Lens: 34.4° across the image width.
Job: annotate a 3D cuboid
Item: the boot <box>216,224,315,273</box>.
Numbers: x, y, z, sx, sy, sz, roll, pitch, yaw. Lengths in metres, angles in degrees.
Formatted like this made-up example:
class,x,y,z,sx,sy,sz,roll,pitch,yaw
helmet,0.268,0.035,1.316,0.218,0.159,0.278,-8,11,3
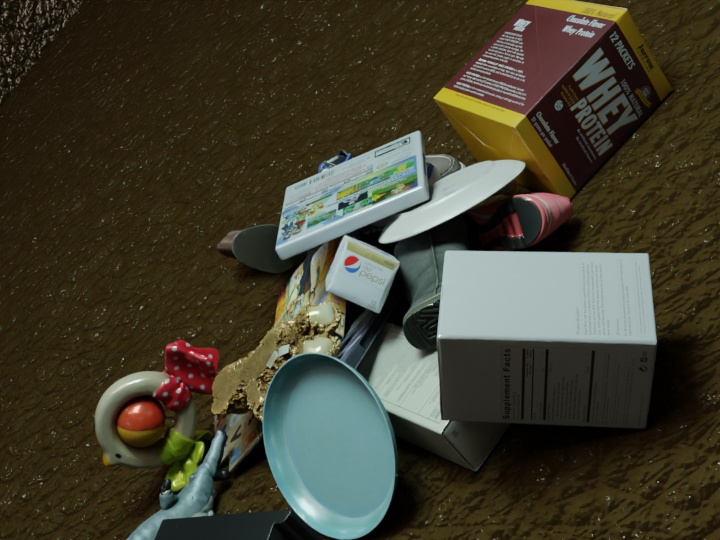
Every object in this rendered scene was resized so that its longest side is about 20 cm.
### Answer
class,x,y,z,sx,sy,sz,roll,pitch,yaw
boot,-0.160,-0.036,1.670,0.198,0.185,0.065,6,93,47

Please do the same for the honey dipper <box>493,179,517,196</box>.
class,x,y,z,sx,sy,sz,roll,pitch,yaw
honey dipper,0.135,-0.088,1.459,0.038,0.038,0.199,-57,19,-24

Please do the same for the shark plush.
class,x,y,z,sx,sy,sz,roll,pitch,yaw
shark plush,-0.211,0.283,1.386,0.201,0.083,0.090,-51,32,-15

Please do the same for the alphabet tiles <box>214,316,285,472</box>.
class,x,y,z,sx,sy,sz,roll,pitch,yaw
alphabet tiles,-0.130,0.155,1.470,0.200,0.006,0.167,-49,26,25

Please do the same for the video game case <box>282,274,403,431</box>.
class,x,y,z,sx,sy,sz,roll,pitch,yaw
video game case,-0.018,0.100,1.362,0.143,0.019,0.201,-47,6,39

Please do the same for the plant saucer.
class,x,y,z,sx,sy,sz,roll,pitch,yaw
plant saucer,-0.029,0.186,1.244,0.198,0.204,0.027,-6,4,45

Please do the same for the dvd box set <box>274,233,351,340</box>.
class,x,y,z,sx,sy,sz,roll,pitch,yaw
dvd box set,-0.068,0.054,1.522,0.146,0.029,0.202,-46,25,34

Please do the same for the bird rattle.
class,x,y,z,sx,sy,sz,roll,pitch,yaw
bird rattle,-0.249,0.183,1.451,0.160,0.203,0.113,-4,32,-17

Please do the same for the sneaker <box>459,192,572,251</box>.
class,x,y,z,sx,sy,sz,roll,pitch,yaw
sneaker,0.177,-0.049,1.399,0.086,0.075,0.199,-16,2,-35

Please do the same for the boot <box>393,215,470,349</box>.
class,x,y,z,sx,sy,sz,roll,pitch,yaw
boot,0.118,-0.004,1.307,0.179,0.073,0.201,-19,21,13

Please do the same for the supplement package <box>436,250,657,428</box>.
class,x,y,z,sx,sy,sz,roll,pitch,yaw
supplement package,0.175,0.065,1.112,0.196,0.121,0.122,2,43,8

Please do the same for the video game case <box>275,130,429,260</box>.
class,x,y,z,sx,sy,sz,roll,pitch,yaw
video game case,-0.009,-0.097,1.457,0.197,0.022,0.183,-22,25,12

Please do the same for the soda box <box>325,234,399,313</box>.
class,x,y,z,sx,sy,sz,roll,pitch,yaw
soda box,0.000,0.000,1.370,0.200,0.067,0.064,-111,44,-85

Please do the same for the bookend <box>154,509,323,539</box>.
class,x,y,z,sx,sy,sz,roll,pitch,yaw
bookend,-0.149,0.364,1.209,0.198,0.092,0.201,-14,42,36

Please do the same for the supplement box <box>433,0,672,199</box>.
class,x,y,z,sx,sy,sz,roll,pitch,yaw
supplement box,0.239,-0.221,1.461,0.200,0.133,0.197,-46,31,-7

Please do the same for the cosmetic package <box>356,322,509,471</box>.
class,x,y,z,sx,sy,sz,roll,pitch,yaw
cosmetic package,0.074,0.133,1.264,0.104,0.073,0.199,-50,32,-15

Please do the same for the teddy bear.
class,x,y,z,sx,sy,sz,roll,pitch,yaw
teddy bear,-0.090,0.115,1.367,0.200,0.066,0.146,-46,35,17

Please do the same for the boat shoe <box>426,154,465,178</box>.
class,x,y,z,sx,sy,sz,roll,pitch,yaw
boat shoe,0.056,-0.131,1.625,0.198,0.060,0.072,-8,44,43

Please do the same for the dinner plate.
class,x,y,z,sx,sy,sz,roll,pitch,yaw
dinner plate,0.105,-0.090,1.393,0.198,0.024,0.200,-28,12,6

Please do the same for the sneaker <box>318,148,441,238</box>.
class,x,y,z,sx,sy,sz,roll,pitch,yaw
sneaker,0.003,-0.113,1.573,0.198,0.116,0.081,-24,19,45
